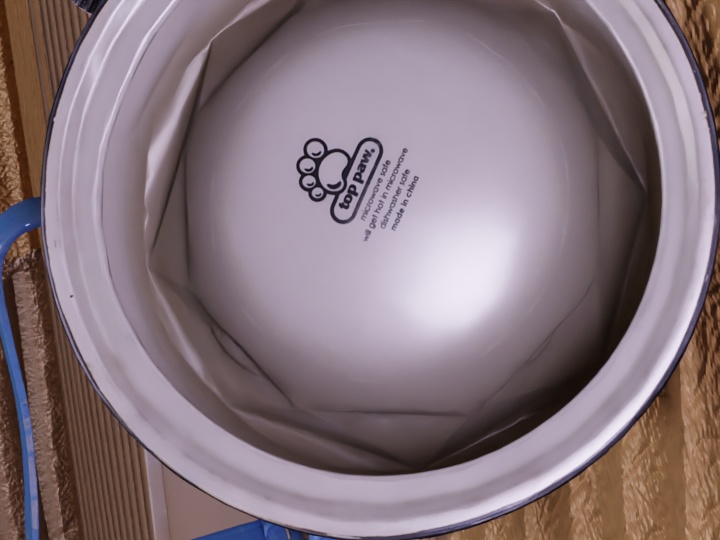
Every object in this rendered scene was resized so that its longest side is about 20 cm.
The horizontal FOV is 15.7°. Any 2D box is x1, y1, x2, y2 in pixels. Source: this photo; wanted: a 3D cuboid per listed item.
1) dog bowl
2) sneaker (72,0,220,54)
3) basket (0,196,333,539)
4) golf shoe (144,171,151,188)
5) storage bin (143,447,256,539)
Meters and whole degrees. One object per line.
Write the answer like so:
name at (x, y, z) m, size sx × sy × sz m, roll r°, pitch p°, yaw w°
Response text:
dog bowl at (0.008, -0.020, 0.788) m, size 0.074 × 0.199 × 0.202 m, roll 37°, pitch -139°, yaw -83°
sneaker at (-0.060, -0.148, 0.888) m, size 0.094 × 0.070 × 0.201 m, roll 67°, pitch -157°, yaw -59°
basket at (-0.039, 0.034, 1.006) m, size 0.139 × 0.198 × 0.177 m, roll -116°, pitch 18°, yaw -53°
golf shoe at (0.000, 0.000, 0.859) m, size 0.092 × 0.199 × 0.073 m, roll -141°, pitch 71°, yaw -73°
storage bin at (-0.103, 0.144, 1.683) m, size 0.199 × 0.093 × 0.201 m, roll -123°, pitch 25°, yaw -61°
